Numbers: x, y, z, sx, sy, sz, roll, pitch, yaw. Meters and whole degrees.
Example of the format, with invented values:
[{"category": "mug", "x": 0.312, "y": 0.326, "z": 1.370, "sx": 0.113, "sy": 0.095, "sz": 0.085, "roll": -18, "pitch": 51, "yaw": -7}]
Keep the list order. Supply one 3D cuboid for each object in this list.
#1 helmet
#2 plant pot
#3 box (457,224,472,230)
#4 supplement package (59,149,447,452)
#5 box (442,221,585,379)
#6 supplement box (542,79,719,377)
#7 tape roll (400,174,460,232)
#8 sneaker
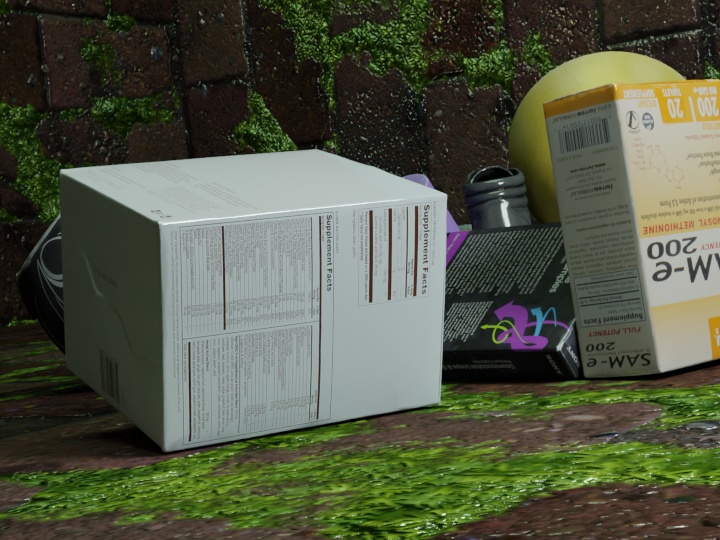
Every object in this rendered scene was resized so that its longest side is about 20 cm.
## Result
[{"category": "helmet", "x": -0.207, "y": 0.012, "z": 1.387, "sx": 0.200, "sy": 0.190, "sz": 0.200, "roll": -50, "pitch": 4, "yaw": 4}, {"category": "plant pot", "x": 0.241, "y": -0.087, "z": 1.385, "sx": 0.199, "sy": 0.201, "sz": 0.142, "roll": -6, "pitch": 31, "yaw": 9}, {"category": "box", "x": 0.064, "y": 0.015, "z": 1.583, "sx": 0.137, "sy": 0.040, "sz": 0.200, "roll": -52, "pitch": -18, "yaw": 21}, {"category": "supplement package", "x": -0.076, "y": 0.010, "z": 0.973, "sx": 0.199, "sy": 0.148, "sz": 0.191, "roll": -7, "pitch": 16, "yaw": -28}, {"category": "box", "x": 0.112, "y": 0.023, "z": 1.128, "sx": 0.199, "sy": 0.036, "sz": 0.143, "roll": -5, "pitch": 40, "yaw": 47}, {"category": "supplement box", "x": 0.211, "y": -0.031, "z": 1.040, "sx": 0.126, "sy": 0.201, "sz": 0.073, "roll": -8, "pitch": -1, "yaw": -40}, {"category": "tape roll", "x": 0.000, "y": 0.000, "z": 1.363, "sx": 0.199, "sy": 0.085, "sz": 0.200, "roll": -31, "pitch": 14, "yaw": 8}, {"category": "sneaker", "x": 0.138, "y": -0.051, "z": 1.414, "sx": 0.070, "sy": 0.100, "sz": 0.200, "roll": -8, "pitch": 0, "yaw": 4}]
